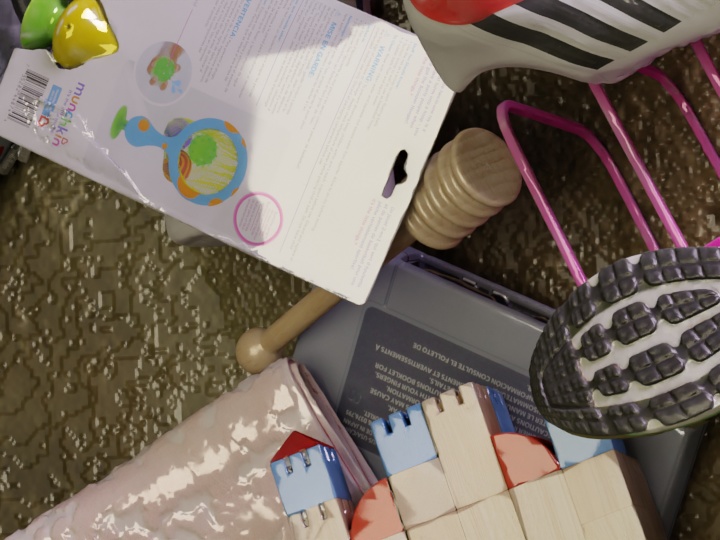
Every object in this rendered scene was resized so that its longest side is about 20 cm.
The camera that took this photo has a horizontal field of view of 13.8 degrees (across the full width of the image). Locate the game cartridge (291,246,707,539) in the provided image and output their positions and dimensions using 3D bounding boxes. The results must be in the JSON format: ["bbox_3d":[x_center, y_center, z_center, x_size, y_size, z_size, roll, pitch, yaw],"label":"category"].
[{"bbox_3d":[0.056,0.076,1.367,0.199,0.041,0.134,24,105,23],"label":"game cartridge"}]

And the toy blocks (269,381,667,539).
[{"bbox_3d":[0.051,0.114,1.305,0.199,0.100,0.137,-22,76,14],"label":"toy blocks"}]

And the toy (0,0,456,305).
[{"bbox_3d":[-0.057,-0.076,1.308,0.199,0.047,0.116,25,95,16],"label":"toy"}]

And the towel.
[{"bbox_3d":[-0.062,0.170,1.385,0.199,0.032,0.192,-33,86,15],"label":"towel"}]

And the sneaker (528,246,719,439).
[{"bbox_3d":[0.167,0.028,1.195,0.199,0.089,0.077,-20,62,12],"label":"sneaker"}]

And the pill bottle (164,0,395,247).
[{"bbox_3d":[-0.050,-0.117,1.389,0.110,0.111,0.201,-10,84,24],"label":"pill bottle"}]

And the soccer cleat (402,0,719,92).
[{"bbox_3d":[0.117,-0.115,1.199,0.199,0.085,0.069,-8,51,4],"label":"soccer cleat"}]

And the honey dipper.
[{"bbox_3d":[0.000,0.000,1.326,0.200,0.038,0.038,-40,72,45],"label":"honey dipper"}]

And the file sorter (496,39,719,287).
[{"bbox_3d":[0.178,-0.065,1.273,0.199,0.139,0.126,-32,73,20],"label":"file sorter"}]

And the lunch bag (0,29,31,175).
[{"bbox_3d":[-0.254,-0.101,1.503,0.200,0.076,0.161,34,97,20],"label":"lunch bag"}]

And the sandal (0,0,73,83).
[{"bbox_3d":[-0.138,-0.162,1.429,0.075,0.048,0.201,22,80,-3],"label":"sandal"}]
